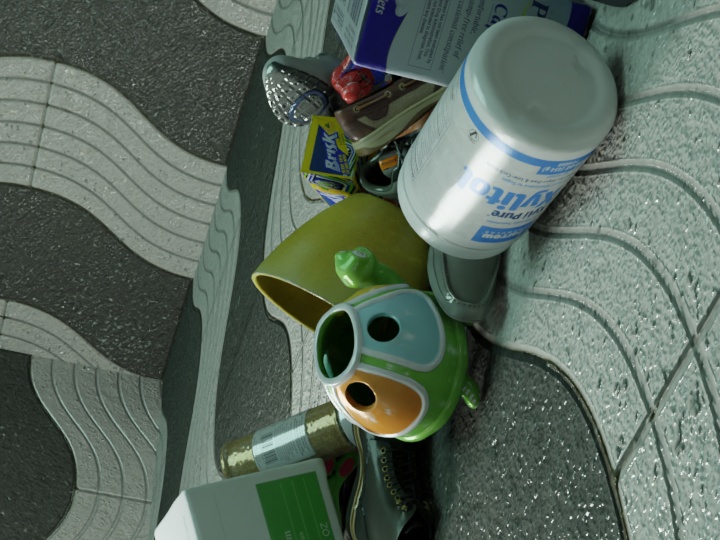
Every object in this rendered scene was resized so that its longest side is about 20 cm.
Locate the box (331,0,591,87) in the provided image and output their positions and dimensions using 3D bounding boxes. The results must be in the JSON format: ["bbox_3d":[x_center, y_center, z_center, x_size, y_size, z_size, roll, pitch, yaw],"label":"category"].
[{"bbox_3d":[0.087,-0.238,1.288,0.184,0.199,0.105,-109,32,-67],"label":"box"}]

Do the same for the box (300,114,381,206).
[{"bbox_3d":[-0.015,-0.117,1.599,0.200,0.064,0.070,46,-126,-76],"label":"box"}]

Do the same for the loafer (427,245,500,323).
[{"bbox_3d":[0.103,-0.038,1.326,0.070,0.070,0.201,107,168,-48],"label":"loafer"}]

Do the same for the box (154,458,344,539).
[{"bbox_3d":[-0.116,0.343,1.551,0.200,0.170,0.200,125,131,-61],"label":"box"}]

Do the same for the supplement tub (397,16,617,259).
[{"bbox_3d":[0.121,-0.109,1.177,0.200,0.131,0.133,121,157,-58],"label":"supplement tub"}]

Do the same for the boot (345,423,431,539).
[{"bbox_3d":[0.044,0.200,1.384,0.138,0.077,0.201,-157,68,-71],"label":"boot"}]

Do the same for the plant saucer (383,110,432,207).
[{"bbox_3d":[0.075,-0.136,1.618,0.200,0.037,0.201,-167,90,-77],"label":"plant saucer"}]

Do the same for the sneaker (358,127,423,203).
[{"bbox_3d":[0.072,-0.117,1.451,0.200,0.079,0.074,-30,61,51],"label":"sneaker"}]

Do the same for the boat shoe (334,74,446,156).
[{"bbox_3d":[0.058,-0.207,1.473,0.200,0.072,0.072,-39,11,-8],"label":"boat shoe"}]

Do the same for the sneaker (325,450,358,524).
[{"bbox_3d":[-0.047,0.247,1.692,0.084,0.076,0.201,-129,53,-69],"label":"sneaker"}]

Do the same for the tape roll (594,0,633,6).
[{"bbox_3d":[0.211,-0.323,1.138,0.200,0.066,0.201,-167,90,-78],"label":"tape roll"}]

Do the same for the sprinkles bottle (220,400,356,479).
[{"bbox_3d":[-0.067,0.199,1.605,0.199,0.068,0.068,-24,42,24],"label":"sprinkles bottle"}]

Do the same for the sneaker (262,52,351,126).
[{"bbox_3d":[-0.050,-0.210,1.576,0.074,0.200,0.087,-29,67,23],"label":"sneaker"}]

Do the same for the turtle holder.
[{"bbox_3d":[0.029,0.065,1.315,0.141,0.131,0.187,-10,68,53],"label":"turtle holder"}]

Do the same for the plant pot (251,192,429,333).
[{"bbox_3d":[0.000,0.000,1.532,0.142,0.200,0.200,-59,9,-14],"label":"plant pot"}]

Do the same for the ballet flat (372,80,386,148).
[{"bbox_3d":[0.033,-0.190,1.746,0.068,0.064,0.200,-60,-21,-4],"label":"ballet flat"}]

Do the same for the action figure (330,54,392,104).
[{"bbox_3d":[0.023,-0.239,1.555,0.099,0.065,0.200,-39,11,25],"label":"action figure"}]
